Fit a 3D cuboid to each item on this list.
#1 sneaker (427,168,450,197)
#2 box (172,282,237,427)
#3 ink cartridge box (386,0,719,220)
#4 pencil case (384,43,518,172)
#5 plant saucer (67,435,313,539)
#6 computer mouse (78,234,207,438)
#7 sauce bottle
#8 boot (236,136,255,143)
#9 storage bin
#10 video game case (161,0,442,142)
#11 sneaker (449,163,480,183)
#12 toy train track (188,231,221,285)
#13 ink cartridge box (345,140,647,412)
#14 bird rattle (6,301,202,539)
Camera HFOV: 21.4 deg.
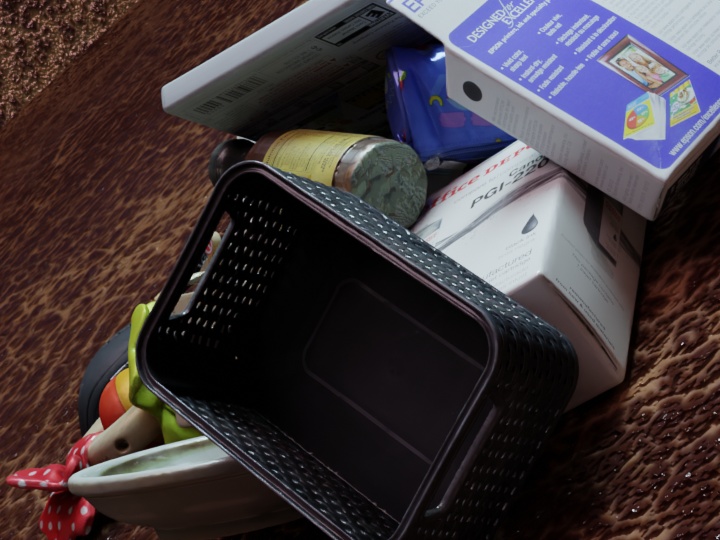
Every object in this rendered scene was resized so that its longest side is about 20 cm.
[{"bbox_3d":[0.007,-0.040,1.326,0.198,0.071,0.080,-19,33,-6],"label":"sneaker"},{"bbox_3d":[-0.051,0.050,1.244,0.077,0.096,0.199,-7,-4,-30],"label":"box"},{"bbox_3d":[0.143,-0.142,1.139,0.198,0.199,0.044,-42,-20,-37],"label":"ink cartridge box"},{"bbox_3d":[0.110,-0.109,1.209,0.198,0.078,0.088,-6,65,0],"label":"pencil case"},{"bbox_3d":[-0.074,0.127,1.149,0.198,0.051,0.200,-11,1,0],"label":"plant saucer"},{"bbox_3d":[-0.179,0.047,1.572,0.201,0.046,0.141,-52,15,7],"label":"computer mouse"},{"bbox_3d":[-0.034,-0.060,1.244,0.065,0.065,0.199,-47,27,-18],"label":"sauce bottle"},{"bbox_3d":[-0.052,-0.027,1.436,0.072,0.202,0.090,10,4,29],"label":"boot"},{"bbox_3d":[-0.004,0.048,0.993,0.199,0.093,0.136,34,100,33],"label":"storage bin"},{"bbox_3d":[-0.002,-0.130,1.277,0.199,0.181,0.022,-25,63,37],"label":"video game case"},{"bbox_3d":[0.122,-0.094,1.312,0.200,0.073,0.084,-42,9,-30],"label":"sneaker"},{"bbox_3d":[-0.047,-0.016,1.189,0.114,0.033,0.199,-9,0,-32],"label":"toy train track"},{"bbox_3d":[0.085,0.009,1.116,0.145,0.085,0.201,-31,19,28],"label":"ink cartridge box"},{"bbox_3d":[-0.167,0.120,1.419,0.200,0.112,0.163,-50,4,16],"label":"bird rattle"}]
